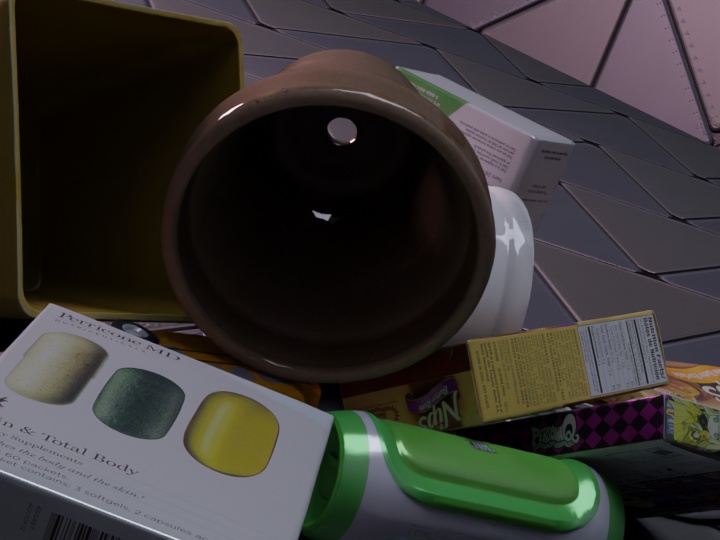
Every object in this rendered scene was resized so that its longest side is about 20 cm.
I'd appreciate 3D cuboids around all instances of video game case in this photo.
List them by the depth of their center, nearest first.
[{"bbox_3d":[0.191,0.126,1.294,0.181,0.036,0.200,17,-20,-34],"label":"video game case"}]

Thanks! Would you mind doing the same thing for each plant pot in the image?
[{"bbox_3d":[-0.015,-0.057,1.230,0.200,0.201,0.175,20,29,-7],"label":"plant pot"},{"bbox_3d":[-0.205,-0.060,1.275,0.176,0.201,0.200,-7,-7,39],"label":"plant pot"}]

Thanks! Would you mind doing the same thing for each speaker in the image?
[{"bbox_3d":[0.059,0.141,1.187,0.200,0.089,0.088,15,17,-26],"label":"speaker"}]

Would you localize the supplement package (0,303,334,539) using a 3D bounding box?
[{"bbox_3d":[-0.114,0.131,0.847,0.151,0.151,0.200,21,15,0],"label":"supplement package"}]

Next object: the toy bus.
[{"bbox_3d":[-0.106,0.079,1.201,0.200,0.065,0.078,9,21,-41],"label":"toy bus"}]

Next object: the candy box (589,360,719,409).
[{"bbox_3d":[0.274,0.121,1.610,0.200,0.055,0.115,9,20,-41],"label":"candy box"}]

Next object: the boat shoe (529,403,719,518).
[{"bbox_3d":[0.208,0.133,1.458,0.200,0.066,0.072,16,16,-21],"label":"boat shoe"}]

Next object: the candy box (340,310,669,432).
[{"bbox_3d":[0.096,0.070,1.288,0.117,0.057,0.200,-16,-7,43],"label":"candy box"}]

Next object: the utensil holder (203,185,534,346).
[{"bbox_3d":[0.000,0.000,1.435,0.200,0.170,0.170,14,17,-20],"label":"utensil holder"}]

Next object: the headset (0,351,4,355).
[{"bbox_3d":[-0.197,0.066,1.041,0.200,0.094,0.123,42,10,16],"label":"headset"}]

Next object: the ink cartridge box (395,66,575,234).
[{"bbox_3d":[0.064,-0.046,1.617,0.145,0.200,0.084,30,14,26],"label":"ink cartridge box"}]
